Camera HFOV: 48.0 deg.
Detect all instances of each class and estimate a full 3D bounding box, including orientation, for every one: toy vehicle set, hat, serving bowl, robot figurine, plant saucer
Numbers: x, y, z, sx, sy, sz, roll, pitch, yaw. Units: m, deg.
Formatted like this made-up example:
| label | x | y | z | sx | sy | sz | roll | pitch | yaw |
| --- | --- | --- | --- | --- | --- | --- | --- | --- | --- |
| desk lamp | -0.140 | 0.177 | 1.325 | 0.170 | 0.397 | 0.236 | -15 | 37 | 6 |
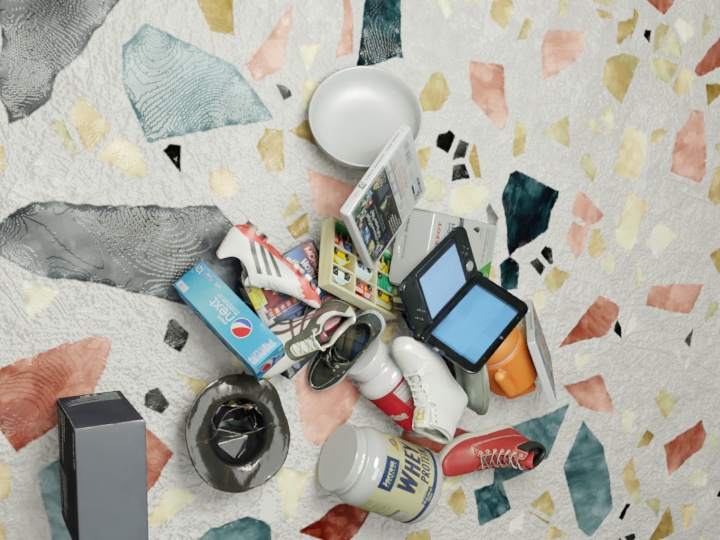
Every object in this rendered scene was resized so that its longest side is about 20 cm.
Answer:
| label | x | y | z | sx | sy | sz | roll | pitch | yaw |
| --- | --- | --- | --- | --- | --- | --- | --- | --- | --- |
| toy vehicle set | 0.000 | 0.000 | 1.429 | 0.200 | 0.026 | 0.125 | 29 | 55 | -48 |
| hat | -0.220 | 0.275 | 1.388 | 0.200 | 0.081 | 0.202 | 1 | 88 | -30 |
| serving bowl | 0.008 | -0.255 | 1.414 | 0.199 | 0.066 | 0.201 | 1 | 68 | -3 |
| robot figurine | 0.278 | 0.169 | 1.601 | 0.144 | 0.116 | 0.200 | -54 | 127 | -24 |
| plant saucer | 0.189 | 0.178 | 1.526 | 0.050 | 0.200 | 0.201 | -11 | 102 | -8 |

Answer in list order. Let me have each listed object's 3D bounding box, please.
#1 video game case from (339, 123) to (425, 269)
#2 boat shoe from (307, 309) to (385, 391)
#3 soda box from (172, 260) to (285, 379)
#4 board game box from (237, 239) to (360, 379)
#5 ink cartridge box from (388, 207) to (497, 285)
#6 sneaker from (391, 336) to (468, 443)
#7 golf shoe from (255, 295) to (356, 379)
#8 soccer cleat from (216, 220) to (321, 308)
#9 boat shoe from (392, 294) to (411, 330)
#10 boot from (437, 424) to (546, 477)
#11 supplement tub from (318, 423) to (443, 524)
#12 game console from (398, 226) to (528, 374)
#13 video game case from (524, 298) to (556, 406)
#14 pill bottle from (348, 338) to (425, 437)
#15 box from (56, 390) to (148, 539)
| label | x | y | z | sx | sy | sz | roll | pitch | yaw |
| --- | --- | --- | --- | --- | --- | --- | --- | --- | --- |
| video game case | 0.042 | -0.118 | 1.349 | 0.182 | 0.023 | 0.200 | -56 | 157 | -15 |
| boat shoe | -0.035 | 0.145 | 1.427 | 0.069 | 0.057 | 0.200 | 45 | 114 | 7 |
| soda box | -0.212 | 0.080 | 1.312 | 0.064 | 0.068 | 0.200 | -41 | 74 | -16 |
| board game box | -0.095 | 0.053 | 1.433 | 0.199 | 0.062 | 0.201 | -31 | 109 | -22 |
| ink cartridge box | 0.157 | -0.031 | 1.510 | 0.199 | 0.083 | 0.147 | 6 | 94 | -45 |
| sneaker | 0.114 | 0.216 | 1.417 | 0.200 | 0.073 | 0.116 | 48 | 44 | -22 |
| golf shoe | -0.098 | 0.113 | 1.356 | 0.200 | 0.088 | 0.077 | -38 | 113 | -17 |
| soccer cleat | -0.148 | 0.006 | 1.333 | 0.085 | 0.069 | 0.200 | -47 | 112 | -2 |
| boat shoe | 0.116 | 0.087 | 1.503 | 0.201 | 0.071 | 0.066 | 20 | 83 | -60 |
| boot | 0.263 | 0.374 | 1.611 | 0.199 | 0.144 | 0.073 | -16 | 105 | -23 |
| supplement tub | 0.037 | 0.373 | 1.493 | 0.199 | 0.145 | 0.146 | 27 | 84 | -28 |
| game console | 0.183 | 0.047 | 1.403 | 0.200 | 0.118 | 0.171 | -44 | 127 | -35 |
| video game case | 0.360 | 0.160 | 1.621 | 0.018 | 0.200 | 0.144 | -17 | 108 | 16 |
| pill bottle | 0.070 | 0.214 | 1.509 | 0.200 | 0.112 | 0.112 | 43 | 77 | -24 |
| box | -0.397 | 0.307 | 1.241 | 0.104 | 0.182 | 0.201 | -3 | 98 | -27 |
